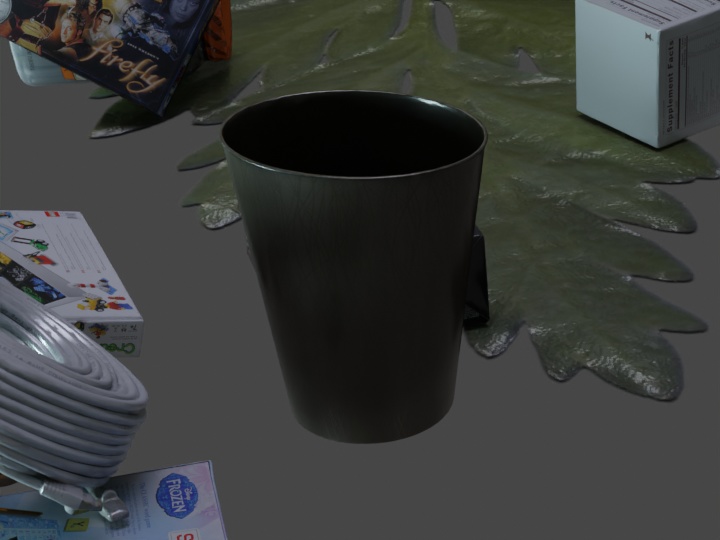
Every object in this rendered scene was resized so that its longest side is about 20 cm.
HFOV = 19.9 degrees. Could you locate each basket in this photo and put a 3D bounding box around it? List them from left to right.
[{"bbox_3d":[0.000,0.000,1.348,0.180,0.201,0.136,10,30,24],"label":"basket"}]

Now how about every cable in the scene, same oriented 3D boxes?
[{"bbox_3d":[-0.223,0.055,1.236,0.200,0.069,0.200,31,6,-26],"label":"cable"}]

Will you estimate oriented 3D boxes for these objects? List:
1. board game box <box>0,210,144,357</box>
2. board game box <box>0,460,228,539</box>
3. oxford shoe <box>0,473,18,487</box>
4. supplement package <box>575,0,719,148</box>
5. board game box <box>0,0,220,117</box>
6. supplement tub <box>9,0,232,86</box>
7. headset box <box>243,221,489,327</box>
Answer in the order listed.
[{"bbox_3d":[-0.247,0.007,1.525,0.126,0.035,0.200,0,24,-22],"label":"board game box"},{"bbox_3d":[-0.169,0.192,1.180,0.199,0.041,0.200,-9,27,-7],"label":"board game box"},{"bbox_3d":[-0.252,0.105,1.280,0.071,0.072,0.200,-9,2,10],"label":"oxford shoe"},{"bbox_3d":[0.295,-0.199,1.775,0.199,0.114,0.109,-21,33,-29],"label":"supplement package"},{"bbox_3d":[-0.239,-0.243,1.850,0.199,0.136,0.035,26,-1,3],"label":"board game box"},{"bbox_3d":[-0.224,-0.239,1.928,0.199,0.123,0.123,-4,27,3],"label":"supplement tub"},{"bbox_3d":[-0.004,-0.024,1.529,0.148,0.075,0.200,-10,28,-10],"label":"headset box"}]
